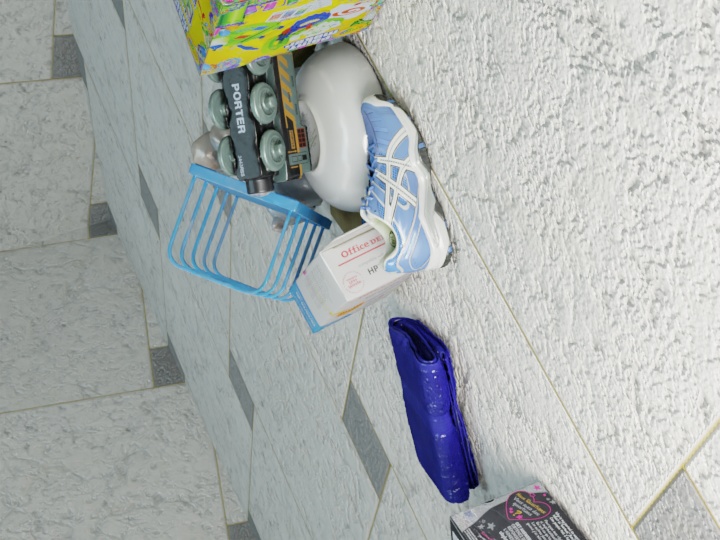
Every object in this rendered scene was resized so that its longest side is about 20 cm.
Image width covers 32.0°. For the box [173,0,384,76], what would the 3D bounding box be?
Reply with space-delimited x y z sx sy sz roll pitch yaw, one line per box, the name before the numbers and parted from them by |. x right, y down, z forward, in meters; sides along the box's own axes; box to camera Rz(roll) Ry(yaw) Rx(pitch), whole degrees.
box | -0.079 -0.307 1.270 0.193 0.198 0.123 140 111 -71

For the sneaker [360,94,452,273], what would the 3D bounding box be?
sneaker | 0.035 -0.092 1.351 0.076 0.076 0.202 146 107 -74

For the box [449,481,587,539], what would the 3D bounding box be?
box | 0.174 0.345 1.310 0.132 0.114 0.201 -129 27 -52

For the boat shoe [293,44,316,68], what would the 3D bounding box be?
boat shoe | -0.091 -0.345 1.506 0.063 0.072 0.202 -116 16 -62

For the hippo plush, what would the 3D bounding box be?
hippo plush | -0.129 -0.130 1.690 0.162 0.159 0.200 59 144 2

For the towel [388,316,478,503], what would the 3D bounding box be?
towel | 0.089 0.164 1.513 0.148 0.049 0.202 -128 24 -65

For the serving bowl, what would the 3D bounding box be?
serving bowl | -0.035 -0.163 1.474 0.200 0.065 0.202 43 139 53

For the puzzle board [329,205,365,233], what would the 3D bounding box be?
puzzle board | -0.004 -0.103 1.573 0.201 0.017 0.151 88 156 -45

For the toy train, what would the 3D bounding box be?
toy train | -0.113 -0.186 1.415 0.085 0.114 0.202 -6 96 29

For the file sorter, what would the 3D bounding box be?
file sorter | -0.135 -0.038 1.540 0.200 0.138 0.124 25 -96 -79

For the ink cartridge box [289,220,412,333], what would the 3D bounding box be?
ink cartridge box | 0.000 0.000 1.471 0.068 0.114 0.200 61 158 7

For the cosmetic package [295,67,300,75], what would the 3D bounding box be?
cosmetic package | -0.114 -0.282 1.619 0.051 0.082 0.201 89 157 -52
